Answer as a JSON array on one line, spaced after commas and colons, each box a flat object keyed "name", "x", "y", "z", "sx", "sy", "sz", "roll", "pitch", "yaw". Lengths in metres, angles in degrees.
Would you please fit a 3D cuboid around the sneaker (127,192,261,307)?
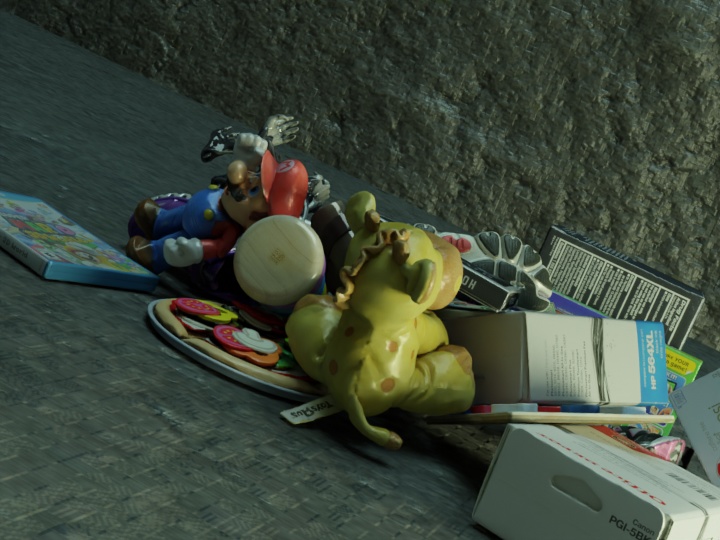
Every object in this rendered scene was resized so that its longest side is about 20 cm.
[{"name": "sneaker", "x": -0.160, "y": -0.016, "z": 1.297, "sx": 0.198, "sy": 0.081, "sz": 0.089, "roll": 22, "pitch": 27, "yaw": 10}]

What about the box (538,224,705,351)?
[{"name": "box", "x": 0.283, "y": 0.078, "z": 1.489, "sx": 0.196, "sy": 0.202, "sz": 0.123, "roll": 26, "pitch": 8, "yaw": 13}]

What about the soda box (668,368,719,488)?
[{"name": "soda box", "x": 0.369, "y": 0.191, "z": 1.210, "sx": 0.068, "sy": 0.063, "sz": 0.201, "roll": 55, "pitch": 14, "yaw": -32}]

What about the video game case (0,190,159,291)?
[{"name": "video game case", "x": -0.304, "y": -0.034, "z": 1.181, "sx": 0.199, "sy": 0.018, "sz": 0.142, "roll": 29, "pitch": 11, "yaw": 33}]

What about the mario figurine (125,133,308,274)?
[{"name": "mario figurine", "x": -0.144, "y": -0.070, "z": 1.209, "sx": 0.198, "sy": 0.125, "sz": 0.106, "roll": -19, "pitch": -11, "yaw": 21}]

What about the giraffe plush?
[{"name": "giraffe plush", "x": 0.021, "y": 0.027, "z": 1.019, "sx": 0.171, "sy": 0.164, "sz": 0.199, "roll": 27, "pitch": 28, "yaw": 20}]

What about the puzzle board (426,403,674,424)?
[{"name": "puzzle board", "x": 0.159, "y": 0.127, "z": 1.084, "sx": 0.148, "sy": 0.018, "sz": 0.200, "roll": 2, "pitch": -8, "yaw": -16}]

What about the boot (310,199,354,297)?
[{"name": "boot", "x": 0.000, "y": 0.000, "z": 1.240, "sx": 0.148, "sy": 0.070, "sz": 0.200, "roll": 64, "pitch": -17, "yaw": 0}]

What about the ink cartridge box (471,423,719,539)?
[{"name": "ink cartridge box", "x": 0.198, "y": 0.189, "z": 0.970, "sx": 0.146, "sy": 0.084, "sz": 0.199, "roll": 28, "pitch": 9, "yaw": 32}]

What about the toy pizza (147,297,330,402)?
[{"name": "toy pizza", "x": -0.096, "y": 0.062, "z": 1.114, "sx": 0.198, "sy": 0.032, "sz": 0.200, "roll": 24, "pitch": 8, "yaw": -4}]

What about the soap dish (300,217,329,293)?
[{"name": "soap dish", "x": -0.095, "y": -0.019, "z": 1.440, "sx": 0.155, "sy": 0.082, "sz": 0.200, "roll": 24, "pitch": 9, "yaw": 0}]

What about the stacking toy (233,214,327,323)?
[{"name": "stacking toy", "x": -0.063, "y": 0.019, "z": 1.213, "sx": 0.085, "sy": 0.086, "sz": 0.200, "roll": 26, "pitch": -13, "yaw": 15}]

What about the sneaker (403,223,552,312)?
[{"name": "sneaker", "x": 0.109, "y": 0.002, "z": 1.326, "sx": 0.197, "sy": 0.082, "sz": 0.084, "roll": 15, "pitch": -25, "yaw": -4}]

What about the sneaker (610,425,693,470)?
[{"name": "sneaker", "x": 0.271, "y": 0.192, "z": 1.226, "sx": 0.085, "sy": 0.081, "sz": 0.200, "roll": 21, "pitch": -5, "yaw": 22}]

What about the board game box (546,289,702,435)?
[{"name": "board game box", "x": 0.270, "y": 0.121, "z": 1.409, "sx": 0.198, "sy": 0.136, "sz": 0.029, "roll": 26, "pitch": 9, "yaw": 17}]

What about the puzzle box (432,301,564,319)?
[{"name": "puzzle box", "x": 0.111, "y": 0.050, "z": 1.362, "sx": 0.198, "sy": 0.026, "sz": 0.132, "roll": 3, "pitch": 2, "yaw": -36}]

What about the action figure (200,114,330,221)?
[{"name": "action figure", "x": -0.091, "y": -0.107, "z": 1.331, "sx": 0.101, "sy": 0.120, "sz": 0.199, "roll": -33, "pitch": 33, "yaw": -23}]

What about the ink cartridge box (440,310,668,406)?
[{"name": "ink cartridge box", "x": 0.175, "y": 0.090, "z": 1.181, "sx": 0.198, "sy": 0.086, "sz": 0.145, "roll": 7, "pitch": -11, "yaw": -39}]

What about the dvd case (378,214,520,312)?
[{"name": "dvd case", "x": 0.079, "y": -0.007, "z": 1.170, "sx": 0.149, "sy": 0.025, "sz": 0.200, "roll": 30, "pitch": 4, "yaw": 9}]
